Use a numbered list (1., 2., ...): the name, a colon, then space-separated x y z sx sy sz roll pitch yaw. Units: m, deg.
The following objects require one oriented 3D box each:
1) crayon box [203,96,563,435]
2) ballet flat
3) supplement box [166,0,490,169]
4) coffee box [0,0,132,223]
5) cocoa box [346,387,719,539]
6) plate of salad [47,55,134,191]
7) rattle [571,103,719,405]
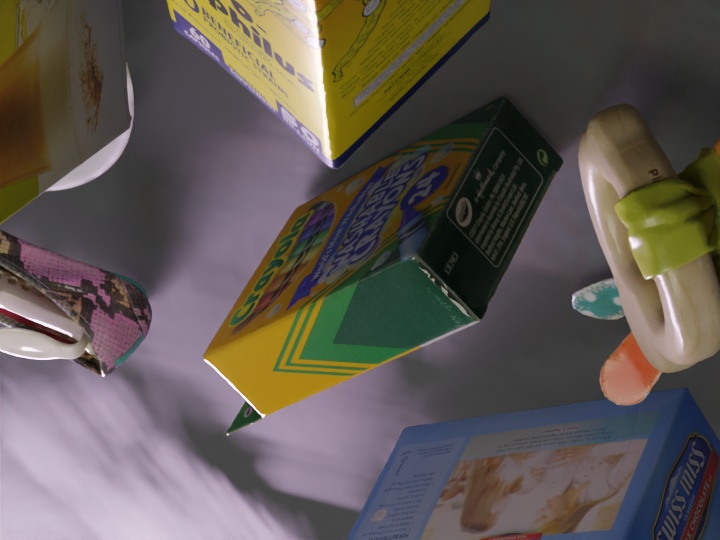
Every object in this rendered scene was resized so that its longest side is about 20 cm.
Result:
1. crayon box: 0.000 0.000 1.157 0.052 0.126 0.200 45 137 -17
2. ballet flat: -0.223 0.008 1.335 0.200 0.071 0.069 23 140 9
3. supplement box: -0.017 -0.146 0.960 0.109 0.110 0.200 42 168 14
4. coffee box: -0.244 -0.139 1.069 0.200 0.198 0.200 8 116 21
5. cocoa box: 0.108 0.164 1.254 0.200 0.133 0.131 -11 124 37
6. plate of salad: -0.217 -0.115 1.227 0.200 0.048 0.200 16 138 15
7. rattle: 0.179 -0.015 1.114 0.130 0.143 0.200 45 166 32
